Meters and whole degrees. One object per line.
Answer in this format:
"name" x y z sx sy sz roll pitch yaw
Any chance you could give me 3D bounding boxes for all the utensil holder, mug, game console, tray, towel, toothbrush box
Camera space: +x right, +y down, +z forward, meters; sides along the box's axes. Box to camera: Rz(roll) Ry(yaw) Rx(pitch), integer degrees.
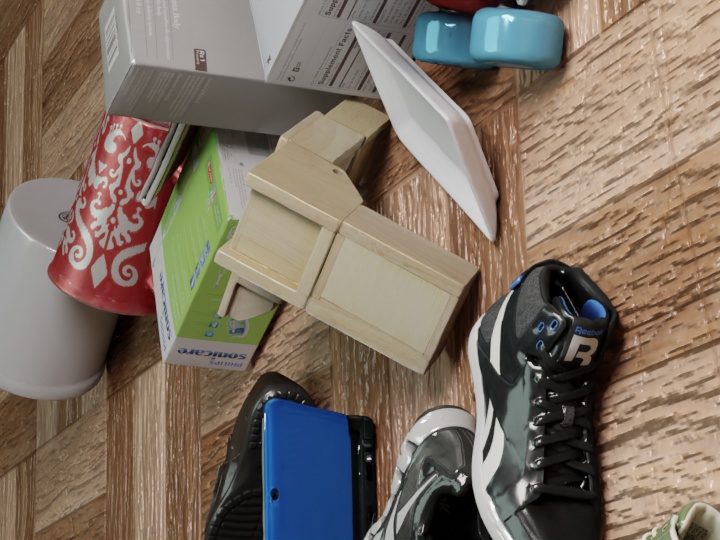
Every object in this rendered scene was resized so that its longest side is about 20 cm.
"utensil holder" -0.349 0.018 2.044 0.170 0.170 0.200 -115 39 -49
"mug" -0.213 -0.064 1.846 0.133 0.177 0.200 -42 -28 -69
"game console" -0.051 0.211 1.376 0.171 0.118 0.200 149 123 -61
"tray" 0.050 -0.107 1.286 0.107 0.022 0.200 65 174 -33
"towel" -0.139 -0.163 1.644 0.200 0.023 0.144 -59 0 -44
"toothbrush box" -0.120 -0.028 1.624 0.200 0.086 0.146 119 149 -41

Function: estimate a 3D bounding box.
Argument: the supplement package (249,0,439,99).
"supplement package" -0.016 -0.263 1.405 0.156 0.111 0.200 121 145 -45

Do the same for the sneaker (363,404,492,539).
"sneaker" 0.043 0.197 1.227 0.091 0.066 0.200 -122 45 -58

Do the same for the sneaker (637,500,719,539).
"sneaker" 0.172 0.166 0.951 0.200 0.067 0.090 1 78 66

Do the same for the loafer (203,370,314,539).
"loafer" -0.085 0.173 1.540 0.071 0.073 0.200 -110 38 -62

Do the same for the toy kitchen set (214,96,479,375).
"toy kitchen set" 0.000 0.000 1.365 0.200 0.180 0.163 -45 -19 -60

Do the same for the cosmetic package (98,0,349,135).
"cosmetic package" -0.112 -0.181 1.502 0.090 0.200 0.107 128 138 -54

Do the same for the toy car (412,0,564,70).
"toy car" 0.030 -0.236 1.182 0.177 0.200 0.185 -164 81 -66

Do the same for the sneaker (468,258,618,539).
"sneaker" 0.116 0.082 1.076 0.112 0.073 0.200 121 147 -48
